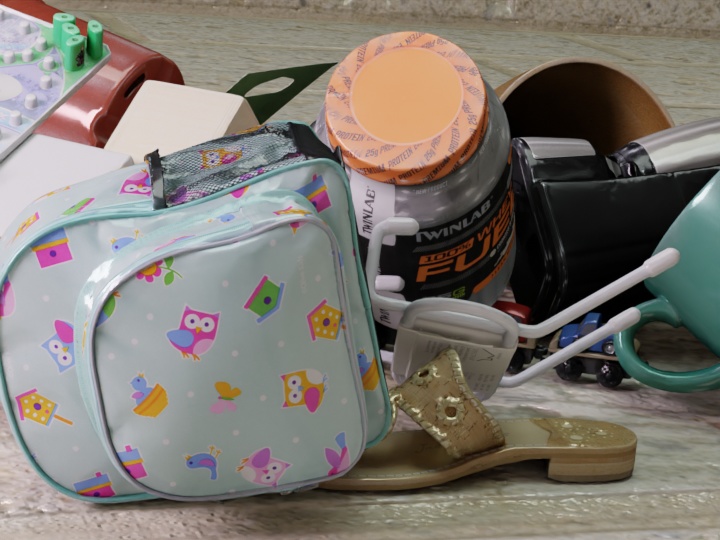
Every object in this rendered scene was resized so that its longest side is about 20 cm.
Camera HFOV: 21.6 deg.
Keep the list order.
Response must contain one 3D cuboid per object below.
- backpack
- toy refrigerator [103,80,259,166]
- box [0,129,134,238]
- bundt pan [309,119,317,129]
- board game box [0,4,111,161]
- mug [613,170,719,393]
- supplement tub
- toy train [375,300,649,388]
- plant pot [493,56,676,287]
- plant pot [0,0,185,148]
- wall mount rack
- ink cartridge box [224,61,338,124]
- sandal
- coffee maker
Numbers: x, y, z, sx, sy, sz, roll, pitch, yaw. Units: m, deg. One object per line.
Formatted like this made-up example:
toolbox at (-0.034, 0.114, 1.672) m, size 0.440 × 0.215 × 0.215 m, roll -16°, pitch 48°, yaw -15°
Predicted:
backpack at (-0.091, 0.032, 0.962) m, size 0.198 × 0.177 × 0.154 m, roll -10°, pitch 22°, yaw -1°
toy refrigerator at (-0.083, -0.023, 1.179) m, size 0.075 × 0.200 × 0.070 m, roll 13°, pitch 60°, yaw 28°
box at (-0.224, -0.011, 1.144) m, size 0.199 × 0.125 × 0.097 m, roll 14°, pitch 41°, yaw 35°
bundt pan at (0.001, -0.100, 1.490) m, size 0.076 × 0.202 × 0.202 m, roll 46°, pitch 17°, yaw -1°
board game box at (-0.284, -0.127, 1.144) m, size 0.199 × 0.026 × 0.200 m, roll 21°, pitch 42°, yaw 15°
mug at (0.265, 0.005, 1.203) m, size 0.114 × 0.186 × 0.152 m, roll 46°, pitch 32°, yaw 19°
supplement tub at (0.035, -0.054, 1.182) m, size 0.121 × 0.123 × 0.200 m, roll 7°, pitch -26°, yaw 11°
toy train at (0.095, 0.042, 1.262) m, size 0.198 × 0.046 × 0.034 m, roll 8°, pitch 14°, yaw 14°
plant pot at (0.130, -0.066, 1.504) m, size 0.185 × 0.188 × 0.200 m, roll -1°, pitch 0°, yaw -22°
plant pot at (-0.264, -0.135, 1.596) m, size 0.194 × 0.202 × 0.200 m, roll 19°, pitch 18°, yaw 21°
wall mount rack at (0.085, 0.025, 1.097) m, size 0.172 × 0.075 × 0.200 m, roll 10°, pitch -17°, yaw 0°
ink cartridge box at (-0.112, -0.088, 1.484) m, size 0.199 × 0.048 × 0.145 m, roll -32°, pitch -6°, yaw 29°
sandal at (0.057, 0.077, 1.053) m, size 0.210 × 0.070 × 0.078 m, roll 1°, pitch 14°, yaw -17°
coffee maker at (0.211, -0.020, 1.331) m, size 0.198 × 0.136 × 0.193 m, roll -10°, pitch 42°, yaw -13°
